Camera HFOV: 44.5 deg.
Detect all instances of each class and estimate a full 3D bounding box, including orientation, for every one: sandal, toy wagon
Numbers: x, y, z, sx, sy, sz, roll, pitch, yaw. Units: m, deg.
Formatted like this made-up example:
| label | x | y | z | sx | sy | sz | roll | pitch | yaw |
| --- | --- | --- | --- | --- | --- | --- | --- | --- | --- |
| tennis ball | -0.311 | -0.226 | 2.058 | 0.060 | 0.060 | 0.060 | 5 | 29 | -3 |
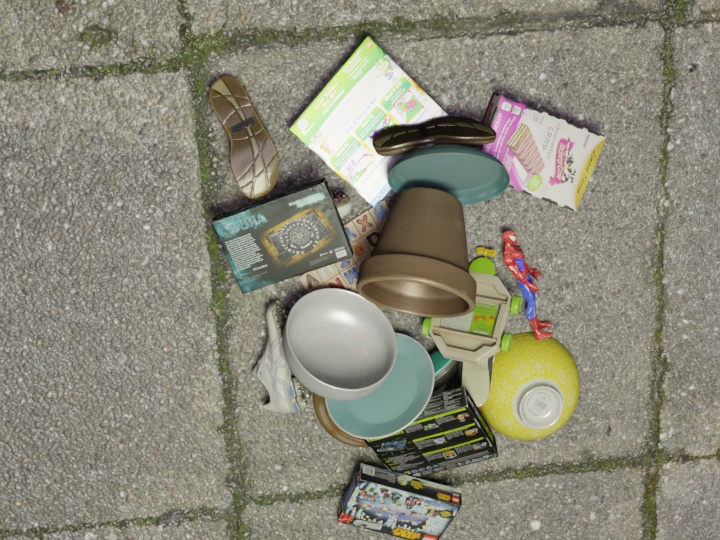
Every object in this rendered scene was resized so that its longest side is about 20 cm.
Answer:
| label | x | y | z | sx | sy | sz | roll | pitch | yaw |
| --- | --- | --- | --- | --- | --- | --- | --- | --- | --- |
| sandal | 0.119 | -0.202 | 1.415 | 0.196 | 0.082 | 0.055 | -11 | 126 | -1 |
| sandal | -0.189 | -0.217 | 1.439 | 0.079 | 0.054 | 0.203 | -22 | 91 | -5 |
| toy wagon | 0.198 | 0.058 | 1.515 | 0.153 | 0.040 | 0.203 | 10 | 69 | 22 |

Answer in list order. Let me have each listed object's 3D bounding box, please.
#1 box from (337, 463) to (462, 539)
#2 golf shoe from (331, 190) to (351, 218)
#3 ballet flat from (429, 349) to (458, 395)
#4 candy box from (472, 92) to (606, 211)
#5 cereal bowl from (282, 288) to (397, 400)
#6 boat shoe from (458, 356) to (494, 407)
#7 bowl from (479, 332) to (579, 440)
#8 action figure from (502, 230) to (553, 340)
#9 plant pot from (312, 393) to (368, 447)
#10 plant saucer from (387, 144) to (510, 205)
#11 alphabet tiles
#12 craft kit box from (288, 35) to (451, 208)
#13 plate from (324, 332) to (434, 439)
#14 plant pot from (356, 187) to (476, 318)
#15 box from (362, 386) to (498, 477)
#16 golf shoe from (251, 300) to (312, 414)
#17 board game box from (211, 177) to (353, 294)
| label | x | y | z | sx | sy | sz | roll | pitch | yaw |
| --- | --- | --- | --- | --- | --- | --- | --- | --- | --- |
| box | 0.070 | 0.431 | 1.610 | 0.197 | 0.040 | 0.138 | 16 | 129 | -9 |
| golf shoe | -0.095 | -0.061 | 1.478 | 0.198 | 0.073 | 0.093 | -28 | 110 | 12 |
| ballet flat | 0.099 | 0.209 | 1.548 | 0.198 | 0.068 | 0.069 | -33 | 118 | 5 |
| candy box | 0.294 | -0.198 | 1.480 | 0.197 | 0.061 | 0.138 | 18 | 103 | -10 |
| cereal bowl | -0.041 | 0.134 | 1.479 | 0.197 | 0.202 | 0.084 | 17 | 138 | -10 |
| boat shoe | 0.207 | 0.141 | 1.551 | 0.070 | 0.063 | 0.204 | 4 | 81 | 7 |
| bowl | 0.308 | 0.224 | 1.570 | 0.196 | 0.108 | 0.204 | -1 | 106 | -5 |
| action figure | 0.290 | 0.020 | 1.538 | 0.051 | 0.066 | 0.202 | -19 | 108 | 23 |
| plant pot | 0.012 | 0.231 | 1.586 | 0.196 | 0.028 | 0.204 | -1 | 105 | -4 |
| plant saucer | 0.142 | -0.155 | 1.416 | 0.196 | 0.200 | 0.028 | 5 | 72 | -7 |
| alphabet tiles | 0.000 | 0.000 | 1.533 | 0.198 | 0.008 | 0.168 | -32 | 106 | 3 |
| craft kit box | 0.016 | -0.243 | 1.452 | 0.197 | 0.049 | 0.200 | 41 | 97 | -16 |
| plate | 0.034 | 0.198 | 1.498 | 0.198 | 0.202 | 0.026 | -27 | 138 | 3 |
| plant pot | 0.104 | -0.034 | 1.443 | 0.197 | 0.200 | 0.178 | 15 | 72 | -9 |
| box | 0.121 | 0.290 | 1.533 | 0.197 | 0.048 | 0.194 | -18 | 135 | 16 |
| golf shoe | -0.151 | 0.156 | 1.529 | 0.096 | 0.078 | 0.204 | -9 | 99 | 15 |
| board game box | -0.125 | -0.054 | 1.426 | 0.197 | 0.028 | 0.137 | -18 | 111 | 8 |
